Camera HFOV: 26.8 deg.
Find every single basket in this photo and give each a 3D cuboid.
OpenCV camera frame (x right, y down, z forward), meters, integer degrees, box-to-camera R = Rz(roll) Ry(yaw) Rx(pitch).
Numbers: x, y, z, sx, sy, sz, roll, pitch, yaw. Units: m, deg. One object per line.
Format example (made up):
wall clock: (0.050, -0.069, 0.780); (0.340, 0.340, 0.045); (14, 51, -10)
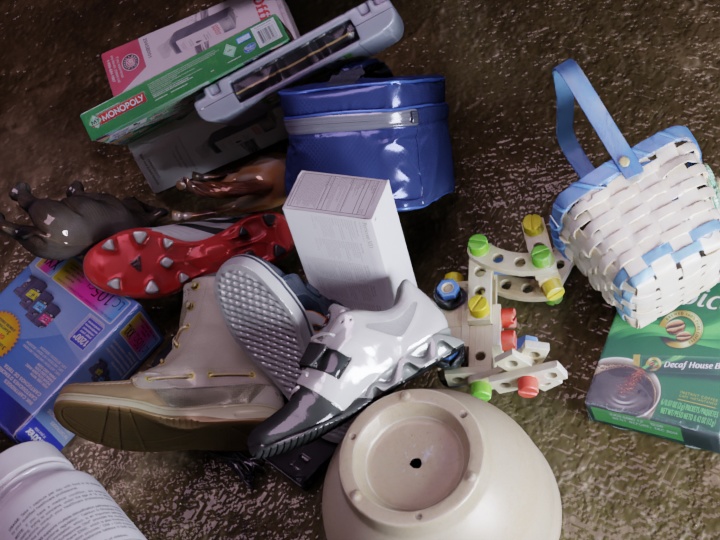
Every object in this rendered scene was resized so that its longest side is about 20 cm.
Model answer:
basket: (0.219, -0.065, 1.259); (0.139, 0.176, 0.200); (-33, 72, 0)

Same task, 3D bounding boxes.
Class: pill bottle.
pill bottle: (-0.246, 0.243, 1.289); (0.113, 0.113, 0.200); (-41, 57, -11)

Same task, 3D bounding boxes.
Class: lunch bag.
lunch bag: (0.011, -0.128, 1.390); (0.136, 0.200, 0.132); (-1, 99, 14)

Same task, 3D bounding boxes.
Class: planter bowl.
planter bowl: (0.054, 0.177, 1.227); (0.200, 0.135, 0.200); (-8, 56, 12)

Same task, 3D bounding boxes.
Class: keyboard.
keyboard: (-0.109, 0.132, 1.370); (0.200, 0.040, 0.104); (34, 62, 25)

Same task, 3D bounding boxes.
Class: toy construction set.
toy construction set: (0.129, 0.043, 1.314); (0.131, 0.092, 0.200); (-4, 41, 12)

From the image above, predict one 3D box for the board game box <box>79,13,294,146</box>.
board game box: (-0.154, -0.174, 1.410); (0.200, 0.135, 0.029); (-27, 92, 3)

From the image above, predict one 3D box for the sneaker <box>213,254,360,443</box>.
sneaker: (-0.052, 0.053, 1.304); (0.078, 0.200, 0.079); (-11, 33, 36)

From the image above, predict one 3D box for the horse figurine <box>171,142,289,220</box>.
horse figurine: (-0.106, -0.086, 1.445); (0.132, 0.200, 0.050); (-9, 101, 12)

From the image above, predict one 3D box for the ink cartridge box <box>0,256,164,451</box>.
ink cartridge box: (-0.305, 0.088, 1.429); (0.136, 0.076, 0.200); (33, 74, 31)

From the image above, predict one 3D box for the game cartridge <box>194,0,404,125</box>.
game cartridge: (-0.052, -0.191, 1.406); (0.200, 0.133, 0.040); (-27, 94, 8)

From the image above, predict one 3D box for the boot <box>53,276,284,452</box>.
boot: (-0.165, 0.079, 1.340); (0.200, 0.072, 0.155); (3, 55, -5)

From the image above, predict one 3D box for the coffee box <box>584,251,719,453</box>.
coffee box: (0.279, 0.049, 1.293); (0.123, 0.044, 0.200); (14, 63, 25)

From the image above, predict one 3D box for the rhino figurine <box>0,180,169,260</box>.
rhino figurine: (-0.256, -0.047, 1.450); (0.087, 0.200, 0.060); (28, 109, 29)

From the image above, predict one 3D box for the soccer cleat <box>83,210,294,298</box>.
soccer cleat: (-0.160, -0.015, 1.424); (0.200, 0.085, 0.069); (-13, 88, -9)

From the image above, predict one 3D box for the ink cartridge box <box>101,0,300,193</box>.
ink cartridge box: (-0.148, -0.189, 1.548); (0.200, 0.085, 0.146); (-22, 56, 0)

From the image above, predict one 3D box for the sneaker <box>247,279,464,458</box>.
sneaker: (-0.020, 0.079, 1.236); (0.200, 0.074, 0.089); (-32, 84, -19)

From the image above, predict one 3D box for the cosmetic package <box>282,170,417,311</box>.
cosmetic package: (0.000, 0.000, 1.312); (0.083, 0.200, 0.051); (10, 53, 22)
